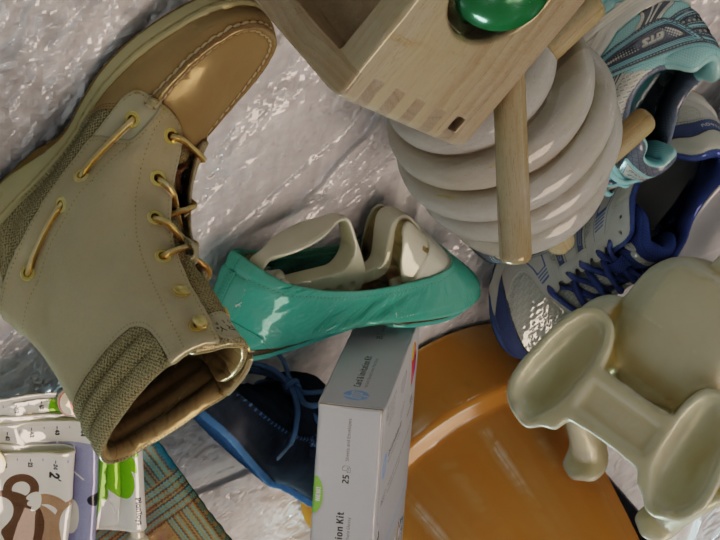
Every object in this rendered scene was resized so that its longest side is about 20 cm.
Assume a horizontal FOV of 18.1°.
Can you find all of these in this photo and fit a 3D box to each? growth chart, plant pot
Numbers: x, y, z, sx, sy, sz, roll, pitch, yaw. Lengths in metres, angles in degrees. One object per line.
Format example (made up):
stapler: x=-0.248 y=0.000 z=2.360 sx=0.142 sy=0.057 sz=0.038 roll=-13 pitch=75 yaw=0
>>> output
growth chart: x=-0.205 y=0.127 z=1.198 sx=0.198 sy=0.018 sz=0.146 roll=-13 pitch=119 yaw=-13
plant pot: x=0.091 y=0.169 z=1.469 sx=0.199 sy=0.183 sz=0.201 roll=-27 pitch=146 yaw=-20

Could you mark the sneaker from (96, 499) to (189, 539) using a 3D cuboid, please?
sneaker: x=-0.109 y=0.218 z=1.335 sx=0.079 sy=0.200 sz=0.130 roll=-25 pitch=-174 yaw=-4

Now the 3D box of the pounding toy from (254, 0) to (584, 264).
pounding toy: x=0.039 y=-0.144 z=1.013 sx=0.184 sy=0.200 sz=0.142 roll=-50 pitch=147 yaw=16

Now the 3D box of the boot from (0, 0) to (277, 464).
boot: x=-0.088 y=-0.022 z=1.074 sx=0.200 sy=0.156 sz=0.073 roll=-43 pitch=148 yaw=6

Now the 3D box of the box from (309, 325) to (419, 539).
box: x=0.000 y=0.145 z=1.285 sx=0.156 sy=0.041 sz=0.202 roll=-63 pitch=159 yaw=-71

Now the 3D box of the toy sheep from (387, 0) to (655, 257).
toy sheep: x=0.082 y=-0.076 z=1.211 sx=0.138 sy=0.138 sz=0.200 roll=-37 pitch=130 yaw=-4

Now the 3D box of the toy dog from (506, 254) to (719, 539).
toy dog: x=0.196 y=0.066 z=1.381 sx=0.195 sy=0.139 sz=0.200 roll=-64 pitch=158 yaw=-3

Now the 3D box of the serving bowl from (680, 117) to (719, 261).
serving bowl: x=0.255 y=-0.048 z=1.481 sx=0.199 sy=0.066 sz=0.201 roll=-26 pitch=145 yaw=-20

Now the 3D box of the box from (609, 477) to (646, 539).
box: x=0.222 y=0.278 z=1.724 sx=0.104 sy=0.200 sz=0.182 roll=-39 pitch=149 yaw=-3

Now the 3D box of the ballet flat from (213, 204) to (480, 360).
ballet flat: x=0.000 y=0.000 z=1.283 sx=0.199 sy=0.067 sz=0.071 roll=-12 pitch=125 yaw=-40

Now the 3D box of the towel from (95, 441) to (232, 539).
towel: x=-0.142 y=0.176 z=1.253 sx=0.146 sy=0.200 sz=0.022 roll=-38 pitch=-173 yaw=-4

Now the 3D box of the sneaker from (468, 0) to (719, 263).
sneaker: x=0.131 y=-0.074 z=1.301 sx=0.077 sy=0.086 sz=0.201 roll=7 pitch=126 yaw=-48

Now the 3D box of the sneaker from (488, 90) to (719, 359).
sneaker: x=0.149 y=-0.020 z=1.370 sx=0.075 sy=0.088 sz=0.201 roll=26 pitch=109 yaw=-24

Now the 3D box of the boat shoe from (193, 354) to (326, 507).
boat shoe: x=-0.050 y=0.084 z=1.338 sx=0.069 sy=0.084 sz=0.200 roll=-48 pitch=164 yaw=0
